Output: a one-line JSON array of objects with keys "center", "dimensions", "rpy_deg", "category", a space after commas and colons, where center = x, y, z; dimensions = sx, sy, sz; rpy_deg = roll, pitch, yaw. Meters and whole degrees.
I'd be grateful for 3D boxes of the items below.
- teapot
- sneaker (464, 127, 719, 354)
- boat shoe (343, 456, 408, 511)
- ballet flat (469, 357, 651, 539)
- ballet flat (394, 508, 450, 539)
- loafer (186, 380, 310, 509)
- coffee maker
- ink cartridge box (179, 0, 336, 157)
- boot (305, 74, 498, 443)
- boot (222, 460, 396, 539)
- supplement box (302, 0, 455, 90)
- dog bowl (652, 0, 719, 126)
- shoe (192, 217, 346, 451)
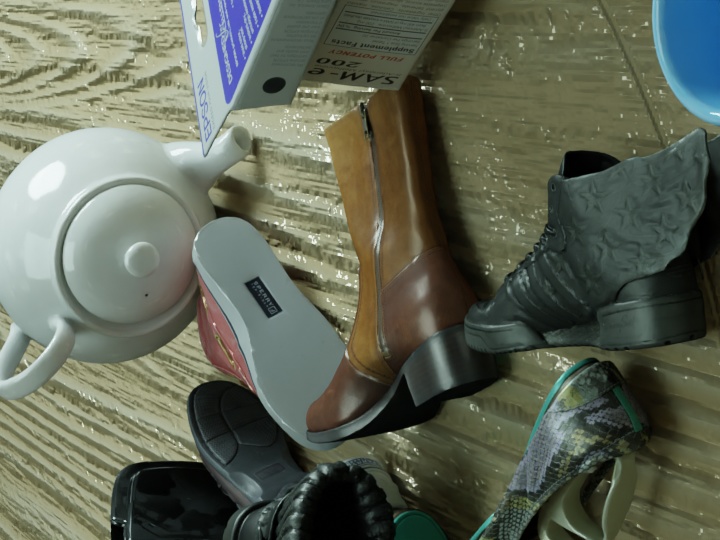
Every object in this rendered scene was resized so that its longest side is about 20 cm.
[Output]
[{"center": [-0.191, -0.012, 1.228], "dimensions": [0.146, 0.195, 0.203], "rpy_deg": [-159, 68, -64], "category": "teapot"}, {"center": [0.119, -0.014, 0.820], "dimensions": [0.199, 0.059, 0.106], "rpy_deg": [-5, 95, 56], "category": "sneaker"}, {"center": [-0.001, 0.231, 1.095], "dimensions": [0.070, 0.070, 0.202], "rpy_deg": [40, 125, 53], "category": "boat shoe"}, {"center": [0.106, 0.134, 0.876], "dimensions": [0.072, 0.071, 0.201], "rpy_deg": [60, 146, 32], "category": "ballet flat"}, {"center": [0.045, 0.255, 1.021], "dimensions": [0.068, 0.067, 0.202], "rpy_deg": [132, 124, -65], "category": "ballet flat"}, {"center": [-0.077, 0.162, 1.210], "dimensions": [0.200, 0.071, 0.064], "rpy_deg": [45, 139, 43], "category": "loafer"}, {"center": [-0.159, 0.258, 1.314], "dimensions": [0.192, 0.133, 0.202], "rpy_deg": [45, 134, 48], "category": "coffee maker"}, {"center": [-0.059, -0.202, 0.938], "dimensions": [0.201, 0.043, 0.200], "rpy_deg": [123, 144, -46], "category": "ink cartridge box"}, {"center": [0.000, 0.000, 1.025], "dimensions": [0.188, 0.068, 0.202], "rpy_deg": [-39, 63, 58], "category": "boot"}, {"center": [-0.030, 0.233, 0.995], "dimensions": [0.158, 0.079, 0.214], "rpy_deg": [-29, 69, 61], "category": "boot"}, {"center": [0.019, -0.213, 0.905], "dimensions": [0.200, 0.073, 0.127], "rpy_deg": [127, 140, -52], "category": "supplement box"}, {"center": [0.183, -0.147, 0.674], "dimensions": [0.112, 0.049, 0.202], "rpy_deg": [51, 140, 42], "category": "dog bowl"}, {"center": [-0.063, 0.061, 1.163], "dimensions": [0.201, 0.071, 0.091], "rpy_deg": [57, 158, 28], "category": "shoe"}]
